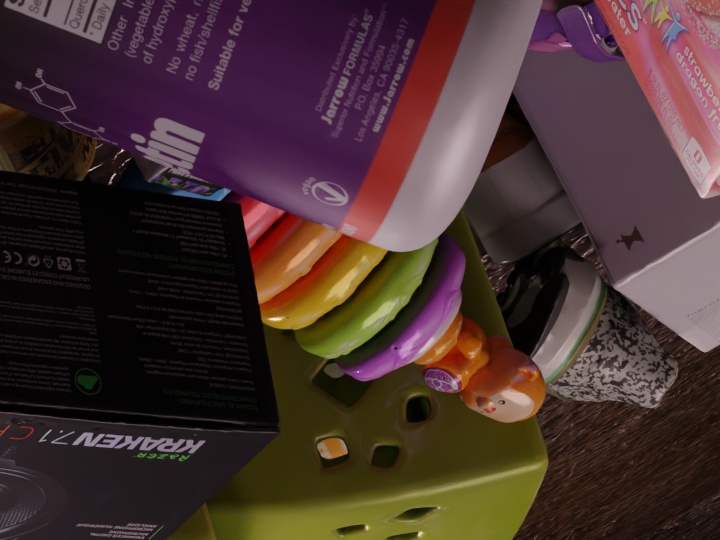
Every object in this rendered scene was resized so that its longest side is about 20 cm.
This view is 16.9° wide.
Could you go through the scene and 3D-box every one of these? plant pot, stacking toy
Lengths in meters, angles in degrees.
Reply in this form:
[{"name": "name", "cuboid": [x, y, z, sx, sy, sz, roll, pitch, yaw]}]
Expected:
[{"name": "plant pot", "cuboid": [-0.039, 0.053, 1.123, 0.180, 0.200, 0.200, -17, 161, -10]}, {"name": "stacking toy", "cuboid": [0.000, 0.000, 0.980, 0.116, 0.200, 0.110, -29, -152, 45]}]

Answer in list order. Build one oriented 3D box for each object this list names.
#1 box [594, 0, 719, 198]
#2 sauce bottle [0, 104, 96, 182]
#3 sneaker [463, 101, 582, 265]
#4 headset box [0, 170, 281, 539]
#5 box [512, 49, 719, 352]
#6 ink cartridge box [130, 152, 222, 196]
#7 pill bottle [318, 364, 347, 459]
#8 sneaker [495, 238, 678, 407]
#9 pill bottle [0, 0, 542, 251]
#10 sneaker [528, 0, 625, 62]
[{"name": "box", "cuboid": [0.118, -0.142, 0.784, 0.094, 0.201, 0.103, -20, 160, -16]}, {"name": "sauce bottle", "cuboid": [-0.130, -0.057, 0.889, 0.066, 0.066, 0.200, -26, 164, -4]}, {"name": "sneaker", "cuboid": [0.063, -0.055, 1.183, 0.073, 0.085, 0.200, -32, -176, -5]}, {"name": "headset box", "cuboid": [-0.153, 0.054, 0.845, 0.173, 0.093, 0.200, 8, 146, -32]}, {"name": "box", "cuboid": [0.151, -0.064, 1.123, 0.106, 0.153, 0.200, -30, 162, 12]}, {"name": "ink cartridge box", "cuboid": [-0.007, -0.124, 0.801, 0.199, 0.109, 0.050, -34, 161, 19]}, {"name": "pill bottle", "cuboid": [-0.046, 0.095, 1.338, 0.199, 0.117, 0.116, -29, 162, 5]}, {"name": "sneaker", "cuboid": [0.106, 0.035, 1.157, 0.077, 0.088, 0.200, -57, -176, 6]}, {"name": "pill bottle", "cuboid": [-0.052, -0.088, 0.703, 0.199, 0.113, 0.113, 20, 151, -4]}, {"name": "sneaker", "cuboid": [0.077, -0.116, 0.981, 0.200, 0.089, 0.080, -34, 162, 24]}]
